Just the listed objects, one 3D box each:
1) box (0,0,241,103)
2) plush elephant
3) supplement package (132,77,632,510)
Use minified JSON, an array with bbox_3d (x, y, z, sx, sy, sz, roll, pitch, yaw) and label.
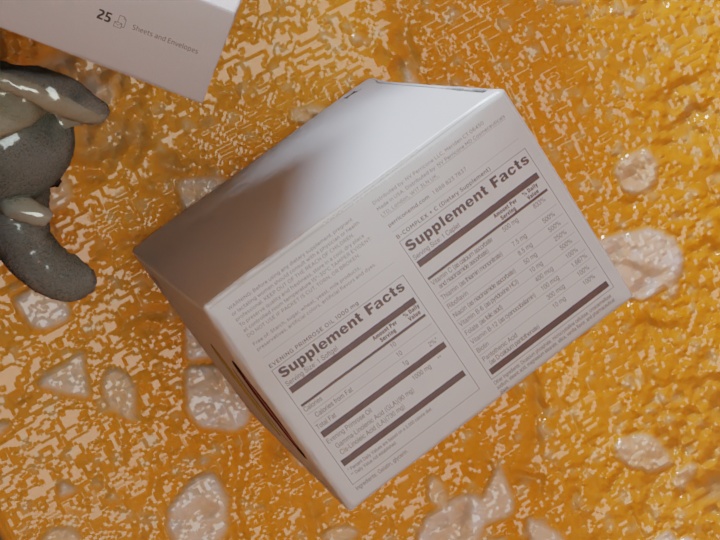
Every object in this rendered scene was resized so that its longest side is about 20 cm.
[{"bbox_3d":[-0.116,-0.142,0.692,0.156,0.200,0.041,21,116,-7],"label":"box"},{"bbox_3d":[-0.187,-0.028,0.787,0.155,0.165,0.200,-16,103,-16],"label":"plush elephant"},{"bbox_3d":[0.000,0.000,0.822,0.156,0.200,0.111,-36,104,-8],"label":"supplement package"}]
